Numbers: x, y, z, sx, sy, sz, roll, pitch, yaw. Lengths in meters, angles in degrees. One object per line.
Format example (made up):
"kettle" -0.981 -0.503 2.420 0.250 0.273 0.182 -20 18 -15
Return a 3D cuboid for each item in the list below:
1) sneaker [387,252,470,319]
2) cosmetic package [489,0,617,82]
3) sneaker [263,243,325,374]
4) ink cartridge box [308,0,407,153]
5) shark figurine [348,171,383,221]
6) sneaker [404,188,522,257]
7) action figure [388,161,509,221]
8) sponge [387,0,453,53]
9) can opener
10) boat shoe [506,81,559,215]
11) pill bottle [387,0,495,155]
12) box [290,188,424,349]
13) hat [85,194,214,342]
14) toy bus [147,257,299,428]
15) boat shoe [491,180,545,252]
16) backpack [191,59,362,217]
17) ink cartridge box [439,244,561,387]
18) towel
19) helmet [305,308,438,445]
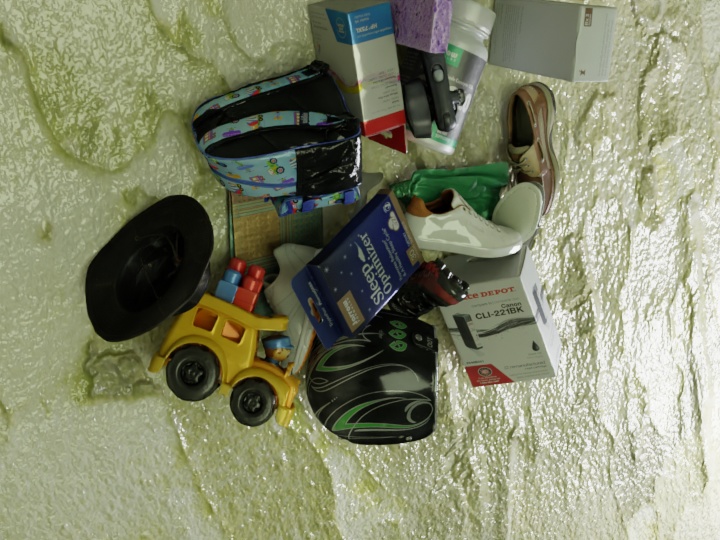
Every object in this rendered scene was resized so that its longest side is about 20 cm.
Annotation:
"sneaker" 0.089 0.031 1.448 0.071 0.200 0.098 40 85 -19
"cosmetic package" 0.267 -0.328 1.429 0.073 0.199 0.104 -6 111 -29
"sneaker" -0.096 0.047 1.401 0.090 0.076 0.203 17 117 5
"ink cartridge box" -0.002 -0.253 1.342 0.066 0.116 0.203 -20 116 -23
"shark figurine" -0.014 -0.036 1.423 0.088 0.129 0.218 1 123 13
"sneaker" 0.155 -0.070 1.461 0.197 0.073 0.086 4 109 -26
"action figure" 0.125 -0.114 1.506 0.197 0.054 0.120 1 108 -36
"sponge" 0.055 -0.348 1.292 0.029 0.200 0.114 -4 110 -27
"can opener" 0.091 -0.276 1.318 0.077 0.063 0.204 -7 91 -10
"boat shoe" 0.253 -0.182 1.545 0.073 0.075 0.204 -16 106 -40
"pill bottle" 0.110 -0.273 1.406 0.112 0.113 0.203 14 99 -34
"box" 0.000 0.000 1.351 0.200 0.032 0.122 -46 124 -29
"hat" -0.245 0.010 1.258 0.202 0.200 0.081 -53 140 -4
"toy bus" -0.154 0.091 1.332 0.197 0.136 0.195 24 86 -2
"boat shoe" 0.239 -0.062 1.555 0.060 0.072 0.204 -33 151 -40
"backpack" -0.108 -0.157 1.280 0.196 0.184 0.136 -14 132 -11
"ink cartridge box" 0.213 0.072 1.563 0.202 0.142 0.084 65 29 -29
"towel" -0.115 -0.038 1.407 0.144 0.022 0.204 -11 111 -28
"helmet" 0.015 0.151 1.444 0.187 0.201 0.204 1 109 1
